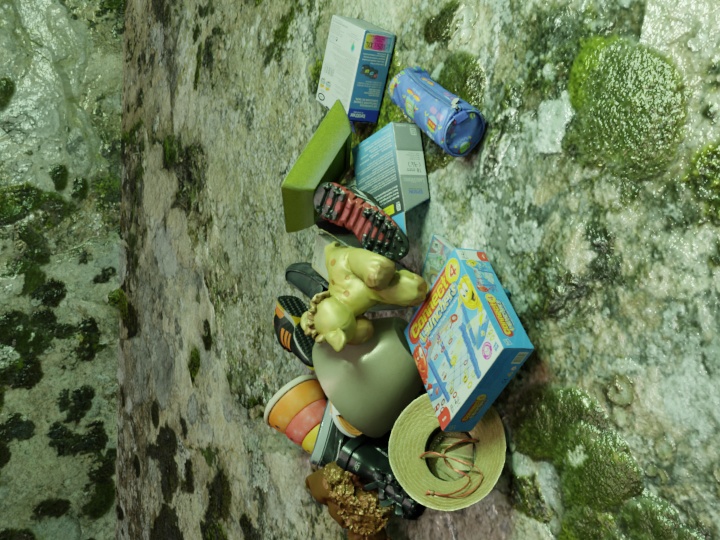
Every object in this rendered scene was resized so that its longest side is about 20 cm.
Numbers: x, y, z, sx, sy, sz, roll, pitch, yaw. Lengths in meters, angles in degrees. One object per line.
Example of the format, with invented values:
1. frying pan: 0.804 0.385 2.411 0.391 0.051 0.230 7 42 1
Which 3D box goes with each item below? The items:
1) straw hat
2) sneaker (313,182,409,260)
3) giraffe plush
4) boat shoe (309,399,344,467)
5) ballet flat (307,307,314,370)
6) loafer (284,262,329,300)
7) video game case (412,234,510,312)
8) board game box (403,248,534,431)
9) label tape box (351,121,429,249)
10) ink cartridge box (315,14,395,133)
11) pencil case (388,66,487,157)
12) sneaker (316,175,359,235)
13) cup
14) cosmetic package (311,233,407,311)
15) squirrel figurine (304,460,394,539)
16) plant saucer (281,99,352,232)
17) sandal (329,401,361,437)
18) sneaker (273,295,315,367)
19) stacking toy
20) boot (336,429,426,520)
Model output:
1. straw hat: 0.145 0.295 1.276 0.202 0.200 0.085 56 178 42
2. sneaker: 0.015 -0.086 1.384 0.200 0.098 0.071 36 111 26
3. giraffe plush: -0.013 0.051 1.299 0.163 0.199 0.173 -64 6 -4
4. boat shoe: -0.039 0.291 1.599 0.074 0.067 0.201 116 172 -69
5. ballet flat: -0.080 0.118 1.663 0.067 0.066 0.202 -134 51 -70
6. loafer: -0.072 0.039 1.576 0.199 0.070 0.069 22 135 28
7. video game case: 0.157 0.049 1.319 0.200 0.018 0.144 45 127 49
8. board game box: 0.156 0.106 1.232 0.201 0.055 0.197 -63 35 38
9. label tape box: 0.055 -0.143 1.440 0.144 0.063 0.202 -21 74 58
10. ink cartridge box: -0.015 -0.366 1.538 0.136 0.076 0.202 44 126 50
11. pencil case: 0.121 -0.263 1.311 0.200 0.077 0.087 52 162 45
12. sneaker: -0.029 -0.122 1.584 0.089 0.074 0.200 -64 9 -20
13. cup: 0.036 0.162 1.390 0.143 0.200 0.201 -37 55 20
14. cosmetic package: 0.000 0.000 1.498 0.200 0.103 0.074 41 124 52
15. squirrel figurine: -0.006 0.434 1.460 0.200 0.140 0.188 103 148 -70
16. plant saucer: -0.070 -0.176 1.476 0.201 0.048 0.200 -60 -9 -20
17. sandal: -0.018 0.214 1.556 0.059 0.079 0.209 -22 74 49
18. sneaker: -0.124 0.139 1.631 0.201 0.069 0.091 56 136 45
19. stacking toy: -0.091 0.327 1.663 0.200 0.145 0.147 46 131 28
20. boot: 0.064 0.338 1.394 0.162 0.198 0.074 30 108 21
